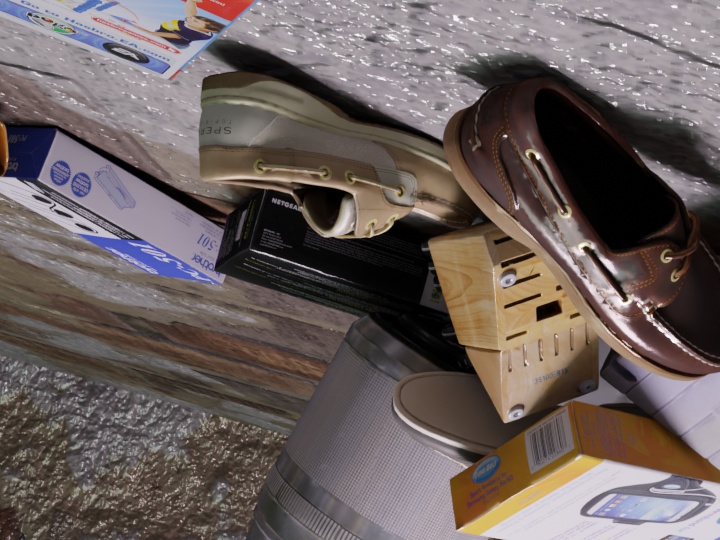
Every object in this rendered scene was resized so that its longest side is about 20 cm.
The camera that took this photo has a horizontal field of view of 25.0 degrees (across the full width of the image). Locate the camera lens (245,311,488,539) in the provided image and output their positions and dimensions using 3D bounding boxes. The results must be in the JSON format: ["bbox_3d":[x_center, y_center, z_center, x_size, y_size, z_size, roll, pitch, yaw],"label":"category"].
[{"bbox_3d":[0.027,0.142,1.152,0.159,0.201,0.160,29,-175,-3],"label":"camera lens"}]

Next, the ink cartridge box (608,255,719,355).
[{"bbox_3d":[0.272,0.058,1.007,0.199,0.086,0.146,14,169,25],"label":"ink cartridge box"}]

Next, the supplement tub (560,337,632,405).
[{"bbox_3d":[0.212,0.109,1.257,0.122,0.123,0.200,9,166,36],"label":"supplement tub"}]

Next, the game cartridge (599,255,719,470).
[{"bbox_3d":[0.230,0.046,0.882,0.129,0.038,0.200,35,145,-3],"label":"game cartridge"}]

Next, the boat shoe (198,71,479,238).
[{"bbox_3d":[-0.012,-0.052,0.922,0.199,0.067,0.074,18,169,-34],"label":"boat shoe"}]

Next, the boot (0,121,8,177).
[{"bbox_3d":[-0.326,-0.094,1.184,0.143,0.071,0.201,20,164,-1],"label":"boot"}]

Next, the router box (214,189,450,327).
[{"bbox_3d":[0.000,0.000,1.212,0.199,0.051,0.149,18,170,-13],"label":"router box"}]

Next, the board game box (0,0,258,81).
[{"bbox_3d":[-0.137,-0.154,0.643,0.199,0.056,0.196,20,168,-17],"label":"board game box"}]

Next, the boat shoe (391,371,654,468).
[{"bbox_3d":[0.110,0.114,1.049,0.198,0.067,0.057,9,134,-13],"label":"boat shoe"}]

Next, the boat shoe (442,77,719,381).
[{"bbox_3d":[0.129,-0.017,0.799,0.200,0.071,0.070,39,147,-21],"label":"boat shoe"}]

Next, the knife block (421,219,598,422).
[{"bbox_3d":[0.080,-0.008,0.980,0.064,0.176,0.201,-19,137,-9],"label":"knife block"}]

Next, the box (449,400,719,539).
[{"bbox_3d":[0.169,0.137,1.005,0.199,0.042,0.119,14,144,-34],"label":"box"}]

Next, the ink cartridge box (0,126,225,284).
[{"bbox_3d":[-0.197,-0.049,1.263,0.094,0.045,0.200,7,162,44],"label":"ink cartridge box"}]

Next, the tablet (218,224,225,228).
[{"bbox_3d":[-0.058,-0.003,1.396,0.199,0.014,0.130,16,169,1],"label":"tablet"}]
